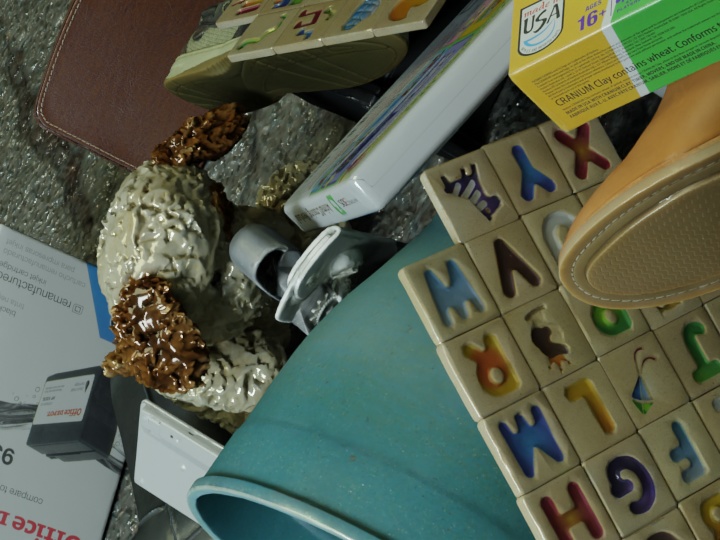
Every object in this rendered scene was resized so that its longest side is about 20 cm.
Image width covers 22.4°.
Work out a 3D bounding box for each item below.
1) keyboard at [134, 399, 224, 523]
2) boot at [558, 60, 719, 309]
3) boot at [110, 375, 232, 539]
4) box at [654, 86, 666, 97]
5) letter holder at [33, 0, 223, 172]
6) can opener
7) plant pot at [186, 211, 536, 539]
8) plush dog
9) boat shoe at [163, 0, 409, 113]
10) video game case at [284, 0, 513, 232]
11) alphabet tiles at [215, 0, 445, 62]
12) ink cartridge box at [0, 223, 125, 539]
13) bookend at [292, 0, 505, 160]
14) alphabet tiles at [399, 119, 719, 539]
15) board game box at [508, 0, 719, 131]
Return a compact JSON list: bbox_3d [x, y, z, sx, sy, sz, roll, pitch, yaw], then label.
[{"bbox_3d":[-0.051,0.135,0.980,0.199,0.011,0.057,27,128,32],"label":"keyboard"},{"bbox_3d":[0.141,-0.092,0.719,0.200,0.076,0.156,-47,38,26],"label":"boot"},{"bbox_3d":[-0.134,0.134,1.122,0.165,0.065,0.201,-40,44,17],"label":"boot"},{"bbox_3d":[0.220,-0.142,0.805,0.199,0.106,0.154,12,79,54],"label":"box"},{"bbox_3d":[-0.153,-0.177,1.276,0.100,0.142,0.201,27,91,55],"label":"letter holder"},{"bbox_3d":[0.000,0.000,0.922,0.067,0.200,0.054,37,101,21],"label":"can opener"},{"bbox_3d":[0.053,0.073,0.825,0.199,0.200,0.189,4,58,53],"label":"plant pot"},{"bbox_3d":[-0.094,0.007,1.023,0.159,0.172,0.202,-5,58,13],"label":"plush dog"},{"bbox_3d":[-0.043,-0.135,1.010,0.200,0.071,0.067,-9,69,54],"label":"boat shoe"},{"bbox_3d":[0.050,-0.099,0.847,0.200,0.022,0.182,-47,7,-9],"label":"video game case"},{"bbox_3d":[0.019,-0.169,0.933,0.199,0.006,0.167,-4,42,42],"label":"alphabet tiles"},{"bbox_3d":[-0.228,0.089,1.203,0.083,0.144,0.202,-3,66,50],"label":"ink cartridge box"},{"bbox_3d":[0.029,-0.186,1.090,0.200,0.092,0.200,29,92,54],"label":"bookend"},{"bbox_3d":[0.109,0.032,0.755,0.201,0.166,0.006,62,145,8],"label":"alphabet tiles"},{"bbox_3d":[0.132,-0.167,0.705,0.152,0.040,0.201,-25,44,35],"label":"board game box"}]
